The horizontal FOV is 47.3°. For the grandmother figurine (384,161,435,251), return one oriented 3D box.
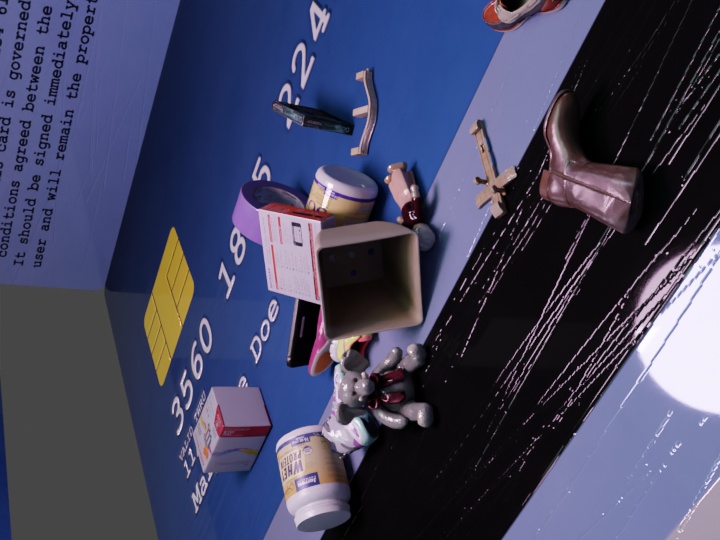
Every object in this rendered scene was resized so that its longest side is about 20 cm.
[{"bbox_3d":[0.103,-0.127,1.667,0.121,0.060,0.200,92,163,-58],"label":"grandmother figurine"}]

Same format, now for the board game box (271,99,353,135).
[{"bbox_3d":[-0.120,-0.373,2.003,0.200,0.135,0.028,39,118,56],"label":"board game box"}]

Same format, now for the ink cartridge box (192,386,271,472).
[{"bbox_3d":[-0.357,0.440,2.271,0.200,0.144,0.145,-65,36,32],"label":"ink cartridge box"}]

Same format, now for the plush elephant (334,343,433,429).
[{"bbox_3d":[0.029,0.234,1.631,0.200,0.154,0.165,-23,65,56],"label":"plush elephant"}]

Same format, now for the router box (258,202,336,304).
[{"bbox_3d":[-0.132,-0.037,1.800,0.179,0.049,0.201,14,120,34],"label":"router box"}]

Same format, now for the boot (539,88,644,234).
[{"bbox_3d":[0.355,-0.166,1.228,0.200,0.064,0.187,-143,50,-59],"label":"boot"}]

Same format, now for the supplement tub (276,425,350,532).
[{"bbox_3d":[-0.102,0.463,1.831,0.144,0.144,0.200,-53,43,42],"label":"supplement tub"}]

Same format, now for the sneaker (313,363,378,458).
[{"bbox_3d":[-0.052,0.313,1.795,0.140,0.078,0.200,-38,49,22],"label":"sneaker"}]

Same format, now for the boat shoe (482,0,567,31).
[{"bbox_3d":[0.271,-0.463,1.423,0.200,0.062,0.071,8,94,61],"label":"boat shoe"}]

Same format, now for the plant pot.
[{"bbox_3d":[0.000,0.000,1.659,0.177,0.199,0.200,-123,25,-64],"label":"plant pot"}]

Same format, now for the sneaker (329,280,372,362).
[{"bbox_3d":[-0.003,0.118,1.799,0.090,0.078,0.201,26,112,47],"label":"sneaker"}]

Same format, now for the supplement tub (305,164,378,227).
[{"bbox_3d":[-0.055,-0.120,1.842,0.145,0.145,0.201,49,127,51],"label":"supplement tub"}]

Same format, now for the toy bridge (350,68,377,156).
[{"bbox_3d":[0.011,-0.365,1.884,0.067,0.027,0.201,0,85,57],"label":"toy bridge"}]

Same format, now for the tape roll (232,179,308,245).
[{"bbox_3d":[-0.215,-0.141,2.067,0.200,0.199,0.085,58,134,46],"label":"tape roll"}]

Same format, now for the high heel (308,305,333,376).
[{"bbox_3d":[-0.088,0.144,1.924,0.096,0.067,0.201,39,114,44],"label":"high heel"}]

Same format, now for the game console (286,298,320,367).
[{"bbox_3d":[-0.150,0.121,2.004,0.116,0.176,0.201,12,97,31],"label":"game console"}]

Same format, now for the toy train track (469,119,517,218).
[{"bbox_3d":[0.223,-0.187,1.488,0.115,0.032,0.201,-43,49,49],"label":"toy train track"}]
